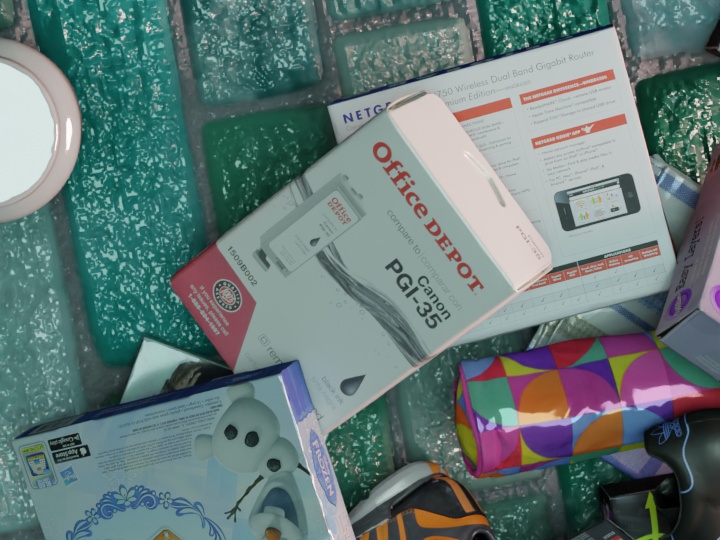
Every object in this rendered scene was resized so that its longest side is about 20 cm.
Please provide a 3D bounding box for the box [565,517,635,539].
[{"bbox_3d":[0.098,0.252,1.549,0.200,0.035,0.110,-23,133,-33],"label":"box"}]

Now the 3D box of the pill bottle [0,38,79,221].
[{"bbox_3d":[-0.231,-0.088,1.458,0.114,0.200,0.115,-1,95,-6],"label":"pill bottle"}]

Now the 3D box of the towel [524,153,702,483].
[{"bbox_3d":[0.204,0.038,1.618,0.147,0.024,0.200,32,93,-11],"label":"towel"}]

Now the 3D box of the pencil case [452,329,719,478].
[{"bbox_3d":[0.159,0.083,1.567,0.199,0.088,0.089,-10,96,-9],"label":"pencil case"}]

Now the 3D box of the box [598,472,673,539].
[{"bbox_3d":[0.251,0.235,1.628,0.142,0.036,0.201,-11,102,-5],"label":"box"}]

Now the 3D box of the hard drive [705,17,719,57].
[{"bbox_3d":[0.341,-0.210,1.604,0.139,0.038,0.201,25,91,-8],"label":"hard drive"}]

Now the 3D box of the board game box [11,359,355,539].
[{"bbox_3d":[-0.104,0.177,1.525,0.199,0.043,0.200,-14,98,21],"label":"board game box"}]

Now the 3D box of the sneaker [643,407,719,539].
[{"bbox_3d":[0.240,0.177,1.559,0.078,0.070,0.201,-10,116,9],"label":"sneaker"}]

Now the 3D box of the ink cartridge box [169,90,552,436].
[{"bbox_3d":[0.000,0.000,1.512,0.200,0.083,0.147,-37,87,25],"label":"ink cartridge box"}]

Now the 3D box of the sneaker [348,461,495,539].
[{"bbox_3d":[0.007,0.224,1.559,0.200,0.112,0.078,-43,141,-1],"label":"sneaker"}]

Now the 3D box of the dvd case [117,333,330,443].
[{"bbox_3d":[-0.115,0.161,1.592,0.146,0.022,0.201,21,94,-8],"label":"dvd case"}]

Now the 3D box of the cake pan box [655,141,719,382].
[{"bbox_3d":[0.296,0.021,1.550,0.184,0.052,0.200,34,47,-10],"label":"cake pan box"}]

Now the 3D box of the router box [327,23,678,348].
[{"bbox_3d":[0.098,-0.052,1.563,0.199,0.049,0.180,-14,97,7],"label":"router box"}]
